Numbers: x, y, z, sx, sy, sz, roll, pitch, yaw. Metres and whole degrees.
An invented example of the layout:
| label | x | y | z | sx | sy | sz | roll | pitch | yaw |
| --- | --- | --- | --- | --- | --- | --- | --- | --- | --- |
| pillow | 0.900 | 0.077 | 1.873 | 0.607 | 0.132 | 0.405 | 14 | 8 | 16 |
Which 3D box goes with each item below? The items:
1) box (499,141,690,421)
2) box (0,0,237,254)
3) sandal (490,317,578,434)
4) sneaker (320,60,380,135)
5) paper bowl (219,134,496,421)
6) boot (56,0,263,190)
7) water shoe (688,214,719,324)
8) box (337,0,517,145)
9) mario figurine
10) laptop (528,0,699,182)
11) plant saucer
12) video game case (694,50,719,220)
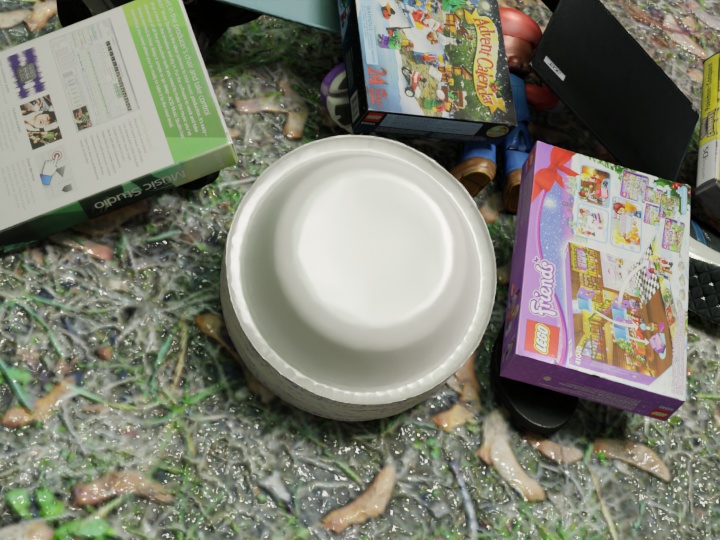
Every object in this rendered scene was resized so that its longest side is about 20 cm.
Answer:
| label | x | y | z | sx | sy | sz | roll | pitch | yaw |
| --- | --- | --- | --- | --- | --- | --- | --- | --- | --- |
| box | 0.185 | 0.005 | 1.075 | 0.135 | 0.039 | 0.202 | 16 | 57 | -8 |
| box | -0.204 | -0.111 | 1.023 | 0.197 | 0.036 | 0.146 | -21 | 68 | -1 |
| sandal | 0.152 | 0.039 | 1.103 | 0.074 | 0.048 | 0.202 | 22 | 48 | -3 |
| sneaker | 0.017 | -0.183 | 1.228 | 0.083 | 0.082 | 0.200 | 24 | 36 | 20 |
| paper bowl | 0.000 | 0.000 | 0.995 | 0.197 | 0.104 | 0.204 | 3 | 74 | -10 |
| boot | -0.131 | -0.180 | 1.126 | 0.157 | 0.080 | 0.212 | -28 | 77 | -32 |
| water shoe | 0.260 | -0.020 | 1.196 | 0.199 | 0.072 | 0.079 | 34 | 26 | 3 |
| box | 0.051 | -0.208 | 1.155 | 0.135 | 0.038 | 0.203 | 3 | 67 | -22 |
| mario figurine | 0.120 | -0.143 | 1.240 | 0.123 | 0.105 | 0.203 | 37 | 48 | -41 |
| laptop | 0.203 | -0.166 | 1.226 | 0.177 | 0.200 | 0.103 | 43 | 89 | -19 |
| plant saucer | -0.073 | -0.238 | 1.128 | 0.199 | 0.019 | 0.071 | 5 | 77 | -52 |
| video game case | 0.371 | -0.073 | 1.245 | 0.200 | 0.025 | 0.182 | 41 | 42 | -24 |
